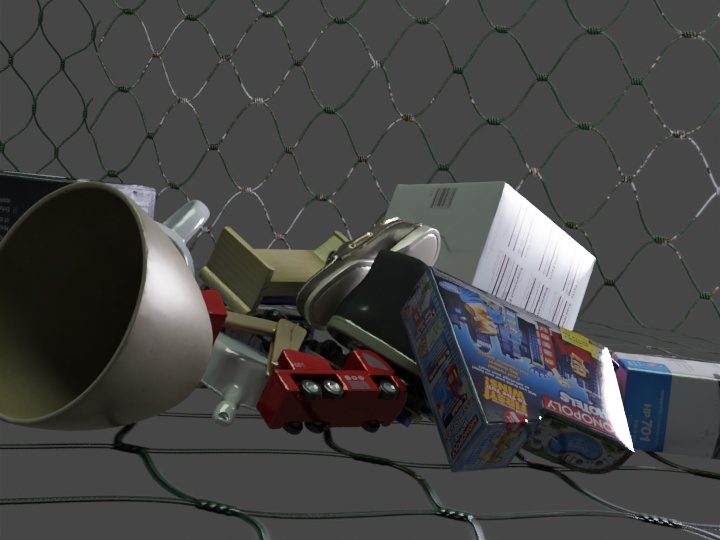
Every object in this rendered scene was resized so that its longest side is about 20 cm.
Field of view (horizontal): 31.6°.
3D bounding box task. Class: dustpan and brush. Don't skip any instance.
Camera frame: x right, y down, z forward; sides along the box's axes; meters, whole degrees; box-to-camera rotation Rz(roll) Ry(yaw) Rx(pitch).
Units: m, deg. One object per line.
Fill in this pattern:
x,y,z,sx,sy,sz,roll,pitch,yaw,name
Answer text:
-0.115,0.107,1.194,0.138,0.058,0.200,27,0,-3,dustpan and brush

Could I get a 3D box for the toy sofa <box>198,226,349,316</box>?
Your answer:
-0.077,0.017,1.357,0.083,0.098,0.199,40,22,31,toy sofa

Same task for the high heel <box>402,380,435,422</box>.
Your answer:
0.075,0.081,1.332,0.141,0.072,0.201,14,38,5,high heel

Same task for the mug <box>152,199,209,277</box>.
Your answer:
-0.251,-0.007,1.478,0.148,0.200,0.175,46,-24,-12,mug

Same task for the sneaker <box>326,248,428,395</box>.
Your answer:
0.075,0.060,1.225,0.198,0.107,0.075,30,-14,12,sneaker

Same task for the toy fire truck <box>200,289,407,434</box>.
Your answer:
-0.065,0.083,1.159,0.198,0.049,0.141,4,36,-39,toy fire truck

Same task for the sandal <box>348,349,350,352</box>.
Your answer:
0.041,0.115,1.473,0.078,0.060,0.207,16,-15,32,sandal

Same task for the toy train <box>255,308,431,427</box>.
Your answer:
-0.020,0.099,1.239,0.198,0.046,0.034,28,-8,19,toy train

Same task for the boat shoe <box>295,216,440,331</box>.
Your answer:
0.000,0.000,1.311,0.059,0.073,0.199,25,41,34,boat shoe

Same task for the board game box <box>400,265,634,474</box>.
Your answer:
0.133,0.109,1.106,0.198,0.062,0.201,24,30,-13,board game box

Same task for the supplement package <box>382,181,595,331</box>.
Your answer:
0.148,0.001,1.581,0.190,0.149,0.199,4,-23,48,supplement package

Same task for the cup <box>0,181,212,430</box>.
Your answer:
-0.205,0.048,1.050,0.198,0.203,0.143,8,-16,37,cup

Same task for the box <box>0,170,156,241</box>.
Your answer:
-0.319,0.005,1.263,0.195,0.203,0.117,8,4,33,box

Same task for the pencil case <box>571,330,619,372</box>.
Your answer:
0.219,0.112,1.320,0.090,0.094,0.200,-37,1,5,pencil case

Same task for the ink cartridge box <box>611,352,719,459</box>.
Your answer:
0.357,0.140,1.296,0.197,0.087,0.146,8,3,6,ink cartridge box

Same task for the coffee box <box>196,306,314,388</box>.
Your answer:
-0.161,0.080,1.362,0.198,0.081,0.113,4,3,-31,coffee box
